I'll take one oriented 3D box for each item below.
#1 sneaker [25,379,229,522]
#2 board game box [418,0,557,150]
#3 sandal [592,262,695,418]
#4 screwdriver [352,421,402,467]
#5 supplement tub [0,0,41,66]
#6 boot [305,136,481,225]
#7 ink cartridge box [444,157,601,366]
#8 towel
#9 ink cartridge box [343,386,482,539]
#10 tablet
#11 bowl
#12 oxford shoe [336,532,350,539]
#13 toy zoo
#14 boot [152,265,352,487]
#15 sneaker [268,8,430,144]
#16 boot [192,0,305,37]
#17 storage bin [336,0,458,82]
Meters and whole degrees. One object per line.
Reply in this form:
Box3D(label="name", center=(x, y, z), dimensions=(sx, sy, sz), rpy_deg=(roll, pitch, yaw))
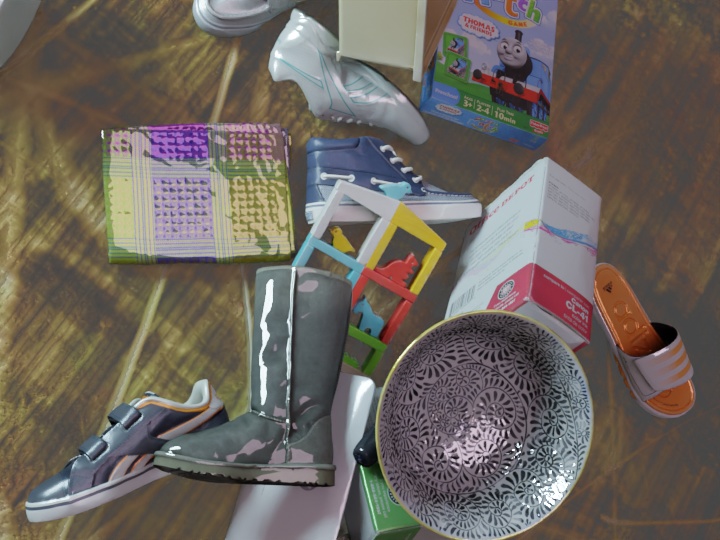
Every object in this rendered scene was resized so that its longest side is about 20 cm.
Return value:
Box3D(label="sneaker", center=(-0.215, 0.161, 0.807), dimensions=(0.198, 0.078, 0.081), rpy_deg=(-18, 93, -32))
Box3D(label="board game box", center=(0.151, -0.255, 1.003), dimensions=(0.149, 0.037, 0.204), rpy_deg=(15, 68, -17))
Box3D(label="sandal", center=(0.333, 0.084, 1.021), dimensions=(0.079, 0.059, 0.208), rpy_deg=(-35, 95, -20))
Box3D(label="screwdriver", center=(0.059, 0.124, 0.853), dimensions=(0.029, 0.028, 0.199), rpy_deg=(48, 50, 8))
Box3D(label="supplement tub", center=(-0.393, -0.281, 0.772), dimensions=(0.198, 0.140, 0.142), rpy_deg=(29, 74, -13))
Box3D(label="boot", center=(0.037, -0.096, 0.934), dimensions=(0.196, 0.073, 0.092), rpy_deg=(-1, 88, -19))
Box3D(label="ink cartridge box", center=(0.163, 0.008, 0.888), dimensions=(0.085, 0.147, 0.202), rpy_deg=(33, 48, -14))
Box3D(label="towel", center=(-0.159, -0.077, 0.890), dimensions=(0.196, 0.023, 0.147), rpy_deg=(-3, 84, -19))
Box3D(label="ink cartridge box", center=(0.079, 0.193, 0.875), dimensions=(0.196, 0.085, 0.148), rpy_deg=(-3, 55, -20))
Box3D(label="tablet", center=(-0.061, 0.193, 0.839), dimensions=(0.014, 0.128, 0.203), rpy_deg=(31, 70, -50))
Box3D(label="bowl", center=(0.101, 0.130, 0.792), dimensions=(0.197, 0.094, 0.205), rpy_deg=(-1, 95, -10))
Box3D(label="oxford shoe", center=(-0.028, 0.298, 0.864), dimensions=(0.197, 0.058, 0.076), rpy_deg=(-13, 47, -20))
Box3D(label="toy zoo", center=(0.000, 0.000, 0.895), dimensions=(0.130, 0.020, 0.202), rpy_deg=(29, 97, -14))
Box3D(label="boot", center=(-0.094, 0.093, 0.809), dimensions=(0.179, 0.072, 0.204), rpy_deg=(7, 74, -19))
Box3D(label="sneaker", center=(-0.012, -0.190, 0.942), dimensions=(0.199, 0.071, 0.081), rpy_deg=(34, 100, -19))
Box3D(label="boot", center=(-0.080, -0.314, 0.912), dimensions=(0.198, 0.095, 0.074), rpy_deg=(-31, 93, -21))
Box3D(label="storage bin", center=(0.046, -0.332, 0.856), dimensions=(0.092, 0.202, 0.200), rpy_deg=(12, 45, 12))
